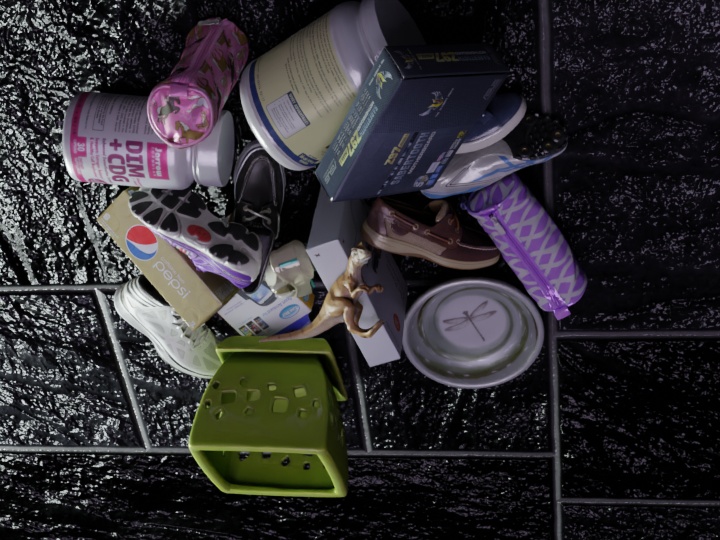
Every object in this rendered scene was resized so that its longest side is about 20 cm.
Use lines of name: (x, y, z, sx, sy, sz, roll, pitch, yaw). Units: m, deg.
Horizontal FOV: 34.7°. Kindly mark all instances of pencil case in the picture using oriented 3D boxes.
pencil case: (0.217, -0.036, 1.487, 0.083, 0.086, 0.200, -30, 118, 24)
pencil case: (-0.187, -0.222, 1.343, 0.082, 0.201, 0.087, -24, 119, 23)

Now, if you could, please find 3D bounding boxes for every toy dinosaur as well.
toy dinosaur: (-0.026, 0.047, 1.430, 0.106, 0.060, 0.201, 41, 118, 6)

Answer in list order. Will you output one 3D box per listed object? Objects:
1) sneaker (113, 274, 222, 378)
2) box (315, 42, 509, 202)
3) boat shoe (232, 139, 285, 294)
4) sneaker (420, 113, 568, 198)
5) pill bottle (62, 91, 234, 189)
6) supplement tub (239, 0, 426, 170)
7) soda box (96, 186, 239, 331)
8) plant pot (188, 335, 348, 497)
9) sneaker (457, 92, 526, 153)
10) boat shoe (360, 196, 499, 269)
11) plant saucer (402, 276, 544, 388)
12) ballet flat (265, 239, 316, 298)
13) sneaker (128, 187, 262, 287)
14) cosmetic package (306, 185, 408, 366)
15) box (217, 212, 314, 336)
sneaker: (-0.252, 0.079, 1.637, 0.200, 0.076, 0.115, 39, 149, -17)
box: (0.055, -0.165, 1.290, 0.156, 0.051, 0.201, -9, 147, -36)
boat shoe: (-0.134, -0.068, 1.512, 0.069, 0.064, 0.203, 3, 113, -11)
sneaker: (0.163, -0.141, 1.437, 0.197, 0.073, 0.073, -15, 156, 13)
pill bottle: (-0.265, -0.162, 1.456, 0.196, 0.114, 0.115, 5, 128, 6)
supplement tub: (-0.027, -0.222, 1.350, 0.198, 0.146, 0.145, -27, 119, 27)
soda box: (-0.257, -0.021, 1.552, 0.068, 0.064, 0.201, -39, 92, 27)
plant pot: (-0.117, 0.203, 1.638, 0.196, 0.184, 0.200, 1, 151, 10)
sneaker: (0.099, -0.190, 1.396, 0.197, 0.076, 0.085, -15, 127, 20)
boat shoe: (0.100, -0.055, 1.485, 0.197, 0.072, 0.073, 12, 117, -20)
plant saucer: (0.155, 0.077, 1.598, 0.196, 0.051, 0.202, 2, 129, 3)
ballet flat: (-0.096, 0.003, 1.520, 0.068, 0.071, 0.200, 13, 168, -1)
sneaker: (-0.217, -0.039, 1.482, 0.199, 0.081, 0.084, 34, 144, 13)
cosmetic package: (0.000, 0.000, 1.509, 0.051, 0.152, 0.202, -15, 123, 20)
box: (-0.157, 0.023, 1.626, 0.118, 0.042, 0.200, -30, 119, 28)
